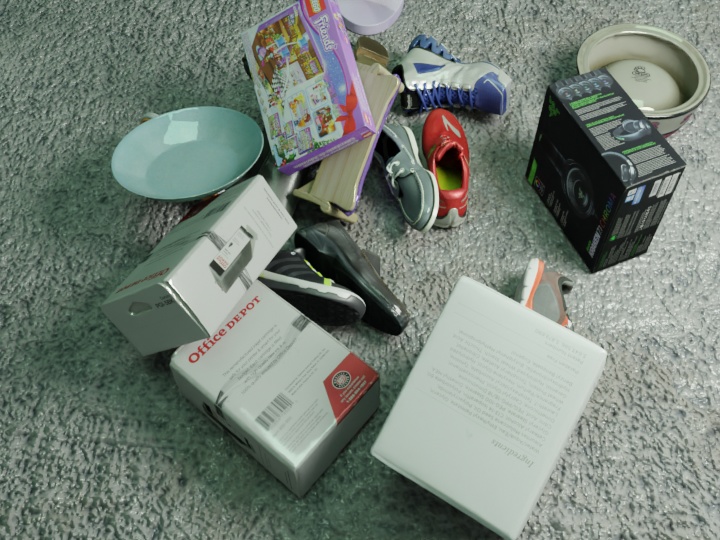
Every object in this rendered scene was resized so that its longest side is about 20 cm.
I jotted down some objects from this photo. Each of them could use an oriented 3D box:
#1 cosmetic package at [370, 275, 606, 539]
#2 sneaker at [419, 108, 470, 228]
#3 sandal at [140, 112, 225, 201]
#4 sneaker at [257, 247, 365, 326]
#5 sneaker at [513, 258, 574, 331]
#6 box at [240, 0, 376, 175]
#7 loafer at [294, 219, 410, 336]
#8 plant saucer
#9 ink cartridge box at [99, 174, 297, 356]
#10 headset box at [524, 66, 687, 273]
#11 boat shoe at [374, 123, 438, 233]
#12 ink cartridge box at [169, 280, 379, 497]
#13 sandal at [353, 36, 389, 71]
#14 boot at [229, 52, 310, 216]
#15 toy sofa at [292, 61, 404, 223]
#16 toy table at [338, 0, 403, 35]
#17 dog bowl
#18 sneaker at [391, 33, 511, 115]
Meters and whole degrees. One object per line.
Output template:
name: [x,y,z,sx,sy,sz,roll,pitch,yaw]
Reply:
cosmetic package: [0.137,0.144,0.866,0.163,0.165,0.203,28,85,18]
sneaker: [0.125,-0.157,1.163,0.075,0.086,0.203,-1,56,-3]
sandal: [-0.259,-0.140,1.154,0.059,0.080,0.206,-34,64,-25]
sneaker: [-0.078,0.005,1.045,0.196,0.072,0.084,15,59,20]
sneaker: [0.221,0.073,1.013,0.080,0.078,0.203,19,58,4]
box: [-0.070,-0.244,1.080,0.135,0.039,0.204,-21,75,21]
loafer: [0.000,0.000,1.065,0.072,0.073,0.200,-32,62,-26]
plant saucer: [-0.220,-0.142,1.079,0.196,0.039,0.203,-4,43,3]
ink cartridge box: [-0.186,-0.005,0.973,0.145,0.083,0.201,-17,29,42]
headset box: [0.309,-0.136,1.094,0.091,0.176,0.202,-18,58,-13]
boat shoe: [0.053,-0.131,1.143,0.061,0.073,0.202,13,42,-29]
ink cartridge box: [-0.096,0.130,0.955,0.199,0.084,0.147,35,63,22]
sandal: [0.007,-0.283,1.269,0.076,0.070,0.213,20,33,-12]
boot: [-0.130,-0.185,1.153,0.180,0.072,0.203,28,92,21]
toy sofa: [-0.003,-0.168,1.108,0.096,0.082,0.204,21,92,28]
toy table: [0.016,-0.506,1.386,0.179,0.118,0.203,-7,54,-5]
dog bowl: [0.416,-0.277,1.254,0.195,0.074,0.203,0,55,1]
sneaker: [0.122,-0.269,1.252,0.198,0.081,0.115,33,65,29]
